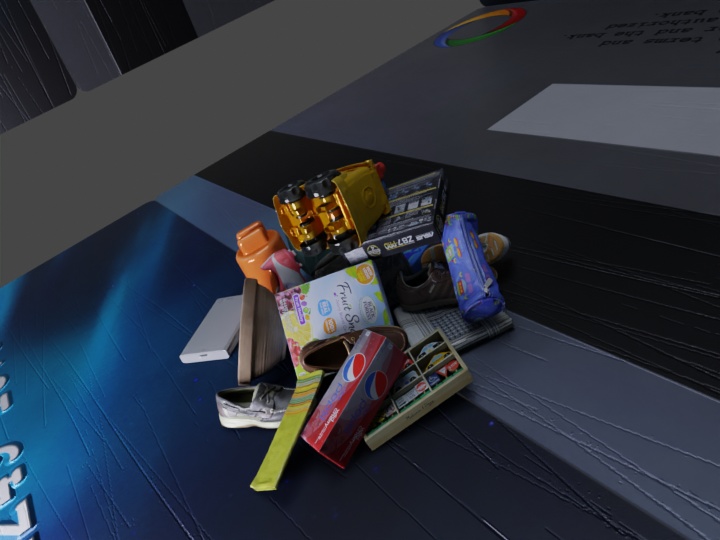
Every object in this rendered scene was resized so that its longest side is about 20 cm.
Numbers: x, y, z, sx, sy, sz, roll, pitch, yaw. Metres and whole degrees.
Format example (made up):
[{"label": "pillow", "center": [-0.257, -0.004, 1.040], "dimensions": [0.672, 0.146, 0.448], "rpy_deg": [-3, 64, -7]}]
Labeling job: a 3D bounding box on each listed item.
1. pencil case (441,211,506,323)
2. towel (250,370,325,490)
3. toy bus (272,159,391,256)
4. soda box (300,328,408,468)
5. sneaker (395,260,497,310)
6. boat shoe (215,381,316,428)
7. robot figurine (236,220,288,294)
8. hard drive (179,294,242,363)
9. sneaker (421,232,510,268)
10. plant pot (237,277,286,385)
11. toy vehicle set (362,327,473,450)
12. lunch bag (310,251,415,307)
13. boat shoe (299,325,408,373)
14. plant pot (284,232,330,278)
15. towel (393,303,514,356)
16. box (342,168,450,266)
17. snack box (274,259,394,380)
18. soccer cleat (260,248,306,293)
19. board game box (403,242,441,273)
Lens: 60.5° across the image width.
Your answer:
[{"label": "pencil case", "center": [0.195, -0.010, 1.100], "dimensions": [0.075, 0.088, 0.206], "rpy_deg": [-6, 61, -11]}, {"label": "towel", "center": [-0.117, 0.256, 1.005], "dimensions": [0.086, 0.018, 0.204], "rpy_deg": [-33, 28, 53]}, {"label": "toy bus", "center": [-0.039, -0.134, 1.150], "dimensions": [0.196, 0.139, 0.192], "rpy_deg": [-5, 30, 45]}, {"label": "soda box", "center": [-0.009, 0.200, 0.981], "dimensions": [0.069, 0.063, 0.203], "rpy_deg": [14, 68, 56]}, {"label": "sneaker", "center": [0.161, 0.017, 1.161], "dimensions": [0.194, 0.077, 0.071], "rpy_deg": [-17, 30, 5]}, {"label": "boat shoe", "center": [-0.175, 0.236, 1.109], "dimensions": [0.194, 0.068, 0.072], "rpy_deg": [-10, 28, 20]}, {"label": "robot figurine", "center": [-0.204, -0.006, 1.387], "dimensions": [0.141, 0.204, 0.117], "rpy_deg": [2, 40, 42]}, {"label": "hard drive", "center": [-0.318, 0.130, 1.427], "dimensions": [0.128, 0.027, 0.202], "rpy_deg": [-10, 33, 23]}, {"label": "sneaker", "center": [0.219, -0.027, 1.274], "dimensions": [0.196, 0.079, 0.086], "rpy_deg": [-12, -2, 38]}, {"label": "plant pot", "center": [-0.190, 0.122, 1.212], "dimensions": [0.089, 0.207, 0.203], "rpy_deg": [4, 27, -10]}, {"label": "toy vehicle set", "center": [0.077, 0.190, 1.013], "dimensions": [0.197, 0.027, 0.125], "rpy_deg": [-35, 30, 0]}, {"label": "lunch bag", "center": [0.000, 0.000, 1.272], "dimensions": [0.197, 0.141, 0.169], "rpy_deg": [-35, 26, 8]}, {"label": "boat shoe", "center": [-0.011, 0.141, 1.060], "dimensions": [0.193, 0.075, 0.068], "rpy_deg": [-11, -3, -1]}, {"label": "plant pot", "center": [-0.076, -0.073, 1.411], "dimensions": [0.195, 0.205, 0.162], "rpy_deg": [-21, 32, 2]}, {"label": "towel", "center": [0.165, 0.081, 1.155], "dimensions": [0.187, 0.035, 0.201], "rpy_deg": [-24, 29, -1]}, {"label": "box", "center": [0.066, -0.099, 1.156], "dimensions": [0.195, 0.050, 0.164], "rpy_deg": [-17, 39, 28]}, {"label": "snack box", "center": [-0.041, 0.095, 1.140], "dimensions": [0.194, 0.174, 0.068], "rpy_deg": [-19, -8, 6]}, {"label": "soccer cleat", "center": [-0.126, 0.054, 1.243], "dimensions": [0.075, 0.204, 0.066], "rpy_deg": [-30, 13, -14]}, {"label": "board game box", "center": [0.104, -0.053, 1.403], "dimensions": [0.148, 0.046, 0.201], "rpy_deg": [3, 39, 38]}]
